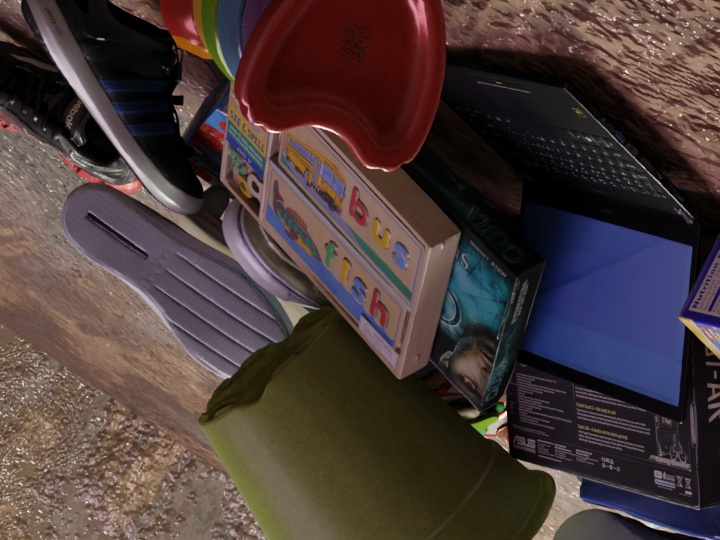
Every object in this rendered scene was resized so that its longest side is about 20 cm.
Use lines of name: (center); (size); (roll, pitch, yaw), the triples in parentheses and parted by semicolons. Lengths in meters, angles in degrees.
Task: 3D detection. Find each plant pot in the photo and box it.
plant pot: (-0.004, 0.131, 1.516); (0.190, 0.200, 0.200); (52, 163, -10)

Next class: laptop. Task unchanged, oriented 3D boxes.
laptop: (0.105, -0.024, 1.337); (0.200, 0.104, 0.177); (41, 168, -32)

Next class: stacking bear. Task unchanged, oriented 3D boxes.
stacking bear: (-0.048, -0.145, 1.267); (0.121, 0.114, 0.200); (18, -172, -35)

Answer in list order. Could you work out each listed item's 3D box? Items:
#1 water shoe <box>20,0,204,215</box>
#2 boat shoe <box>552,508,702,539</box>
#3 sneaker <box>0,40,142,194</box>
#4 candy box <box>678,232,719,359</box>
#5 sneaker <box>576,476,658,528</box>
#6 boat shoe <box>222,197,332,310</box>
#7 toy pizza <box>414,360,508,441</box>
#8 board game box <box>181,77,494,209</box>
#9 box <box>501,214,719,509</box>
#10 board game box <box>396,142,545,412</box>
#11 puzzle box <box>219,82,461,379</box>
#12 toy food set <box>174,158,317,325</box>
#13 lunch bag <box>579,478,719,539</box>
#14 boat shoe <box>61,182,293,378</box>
water shoe: (-0.148, -0.125, 1.550); (0.200, 0.079, 0.072); (55, 180, -29)
boat shoe: (0.201, 0.201, 1.482); (0.070, 0.071, 0.200); (21, 168, -30)
sneaker: (-0.250, -0.135, 1.841); (0.200, 0.071, 0.098); (32, 167, -6)
candy box: (0.301, 0.056, 1.259); (0.169, 0.077, 0.200); (40, 166, -33)
sneaker: (0.179, 0.134, 1.831); (0.199, 0.073, 0.072); (34, 168, -2)
boat shoe: (0.000, 0.000, 1.551); (0.199, 0.072, 0.062); (30, 150, -21)
toy pizza: (0.120, 0.087, 1.610); (0.199, 0.032, 0.200); (-11, 157, -5)
board game box: (-0.025, -0.064, 1.615); (0.199, 0.056, 0.196); (34, 167, -7)
box: (0.159, 0.050, 1.409); (0.043, 0.161, 0.200); (-9, -171, -30)
board game box: (0.030, -0.022, 1.426); (0.200, 0.028, 0.136); (46, 148, 27)
puzzle box: (-0.017, -0.042, 1.429); (0.200, 0.025, 0.133); (47, 148, 27)
toy food set: (-0.056, -0.005, 1.678); (0.200, 0.060, 0.144); (39, 168, 10)
lunch bag: (0.241, 0.110, 1.478); (0.135, 0.133, 0.200); (18, 177, -31)
boat shoe: (-0.120, 0.004, 1.603); (0.200, 0.072, 0.062); (41, -166, 0)
